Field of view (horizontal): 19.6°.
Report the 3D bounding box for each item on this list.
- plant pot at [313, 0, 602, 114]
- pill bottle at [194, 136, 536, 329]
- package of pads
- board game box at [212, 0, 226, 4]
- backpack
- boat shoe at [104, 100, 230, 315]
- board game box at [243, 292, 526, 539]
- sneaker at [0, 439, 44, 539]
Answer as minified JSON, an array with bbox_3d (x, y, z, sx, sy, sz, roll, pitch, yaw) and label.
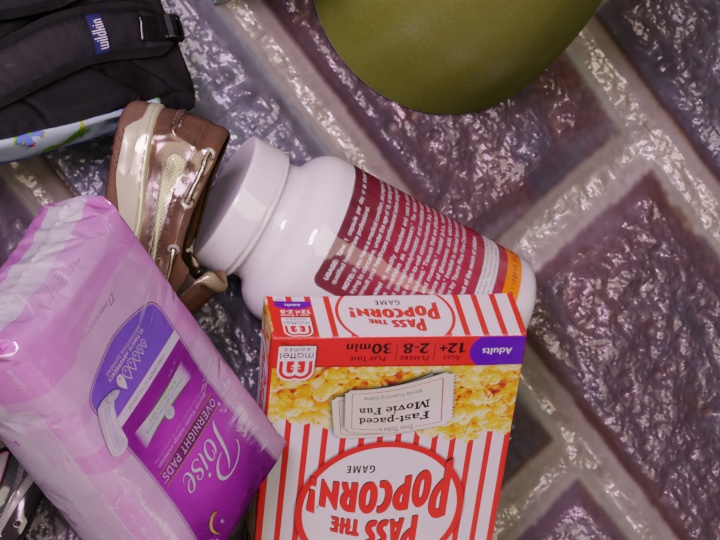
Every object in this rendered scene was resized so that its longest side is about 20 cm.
[{"bbox_3d":[0.085,-0.206,1.296,0.186,0.200,0.188,2,84,-19],"label":"plant pot"},{"bbox_3d":[0.000,0.000,1.295,0.199,0.113,0.113,28,77,-15],"label":"pill bottle"},{"bbox_3d":[-0.134,0.071,1.133,0.200,0.075,0.121,57,49,-31],"label":"package of pads"},{"bbox_3d":[-0.079,-0.280,1.274,0.064,0.147,0.201,-22,92,-20],"label":"board game box"},{"bbox_3d":[-0.223,-0.129,1.222,0.200,0.153,0.164,-31,101,-46],"label":"backpack"},{"bbox_3d":[-0.116,0.007,1.214,0.074,0.075,0.203,10,103,3],"label":"boat shoe"},{"bbox_3d":[0.011,0.108,1.256,0.151,0.046,0.201,-1,124,-10],"label":"board game box"},{"bbox_3d":[-0.236,0.139,1.221,0.199,0.074,0.088,-26,88,-24],"label":"sneaker"}]
